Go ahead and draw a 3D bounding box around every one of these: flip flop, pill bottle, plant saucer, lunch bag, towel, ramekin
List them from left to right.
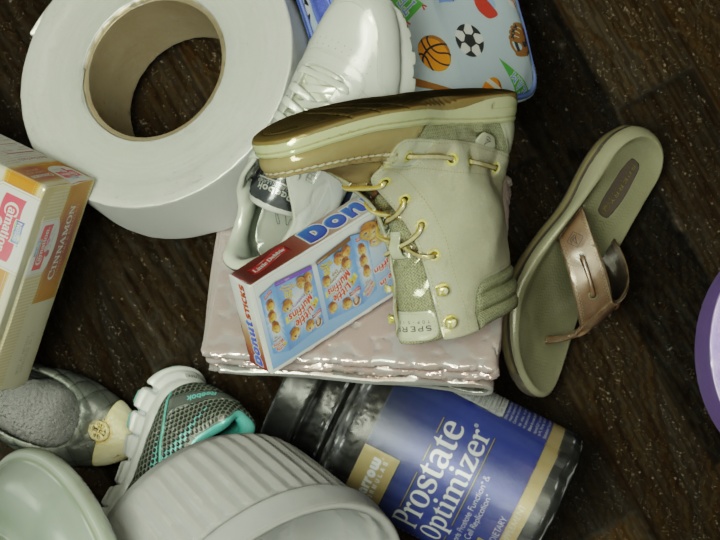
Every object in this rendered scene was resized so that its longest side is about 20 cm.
[{"bbox_3d":[-0.204,0.212,1.292,0.050,0.200,0.201,-12,85,-36],"label":"plant saucer"},{"bbox_3d":[-0.082,0.198,1.333,0.200,0.200,0.105,-47,52,-1],"label":"ramekin"},{"bbox_3d":[0.000,0.000,1.406,0.200,0.032,0.191,4,47,2],"label":"towel"},{"bbox_3d":[0.026,-0.185,1.411,0.160,0.076,0.200,-16,82,-38],"label":"lunch bag"},{"bbox_3d":[0.039,0.119,1.405,0.200,0.112,0.112,26,87,4],"label":"pill bottle"},{"bbox_3d":[0.159,-0.005,1.423,0.058,0.081,0.200,24,80,41],"label":"flip flop"}]

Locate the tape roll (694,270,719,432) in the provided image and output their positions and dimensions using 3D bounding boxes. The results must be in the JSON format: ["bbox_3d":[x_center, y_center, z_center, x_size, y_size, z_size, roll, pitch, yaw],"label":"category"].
[{"bbox_3d":[0.330,0.054,1.413,0.200,0.085,0.200,0,86,3],"label":"tape roll"}]

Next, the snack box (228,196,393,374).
[{"bbox_3d":[0.006,-0.013,1.346,0.200,0.072,0.024,-32,40,-27],"label":"snack box"}]

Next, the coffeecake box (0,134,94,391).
[{"bbox_3d":[-0.296,-0.028,1.380,0.200,0.073,0.154,25,105,16],"label":"coffeecake box"}]

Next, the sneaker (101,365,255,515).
[{"bbox_3d":[-0.128,0.167,1.409,0.091,0.078,0.200,13,88,46],"label":"sneaker"}]

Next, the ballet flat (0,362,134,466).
[{"bbox_3d":[-0.247,0.089,1.446,0.200,0.057,0.067,20,88,3],"label":"ballet flat"}]

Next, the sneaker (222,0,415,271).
[{"bbox_3d":[-0.028,-0.085,1.327,0.076,0.080,0.200,27,108,30],"label":"sneaker"}]

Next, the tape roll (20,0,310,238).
[{"bbox_3d":[-0.127,-0.126,1.416,0.202,0.071,0.203,-6,72,19],"label":"tape roll"}]

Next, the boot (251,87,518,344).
[{"bbox_3d":[0.023,-0.029,1.285,0.200,0.072,0.155,-12,103,-41],"label":"boot"}]
